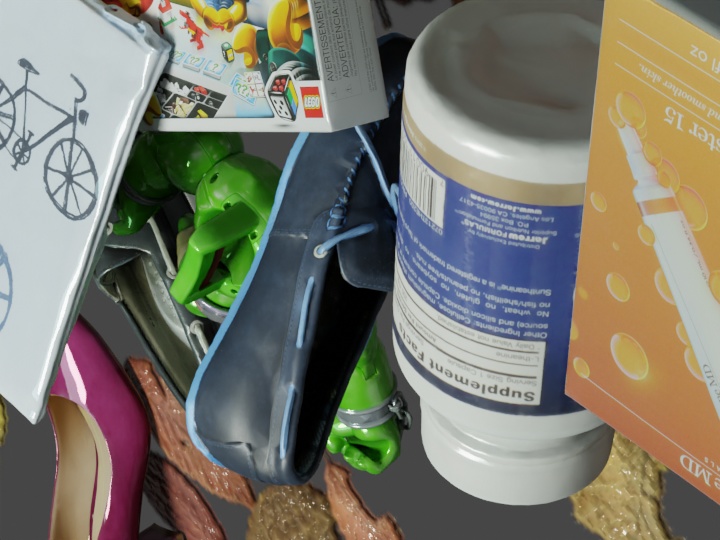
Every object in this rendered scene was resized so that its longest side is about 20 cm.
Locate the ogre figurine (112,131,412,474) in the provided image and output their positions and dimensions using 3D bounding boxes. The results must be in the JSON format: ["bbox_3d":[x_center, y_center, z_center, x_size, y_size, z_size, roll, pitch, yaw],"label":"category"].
[{"bbox_3d":[-0.047,-0.002,1.283,0.120,0.098,0.200,105,145,-60],"label":"ogre figurine"}]

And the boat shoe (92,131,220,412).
[{"bbox_3d":[-0.108,-0.009,1.401,0.200,0.060,0.076,51,148,15],"label":"boat shoe"}]

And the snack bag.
[{"bbox_3d":[-0.170,-0.061,1.257,0.188,0.021,0.200,39,119,36],"label":"snack bag"}]

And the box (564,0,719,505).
[{"bbox_3d":[0.155,-0.018,0.980,0.124,0.097,0.200,36,142,33],"label":"box"}]

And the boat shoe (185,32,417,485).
[{"bbox_3d":[0.000,0.000,1.174,0.069,0.084,0.200,25,96,37],"label":"boat shoe"}]

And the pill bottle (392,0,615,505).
[{"bbox_3d":[0.069,-0.004,1.102,0.111,0.111,0.200,37,142,33],"label":"pill bottle"}]

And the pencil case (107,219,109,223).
[{"bbox_3d":[-0.175,-0.105,1.338,0.078,0.089,0.201,-23,74,40],"label":"pencil case"}]

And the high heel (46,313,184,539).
[{"bbox_3d":[-0.164,0.120,1.553,0.067,0.096,0.200,0,116,55],"label":"high heel"}]

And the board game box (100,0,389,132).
[{"bbox_3d":[-0.068,-0.124,1.172,0.200,0.035,0.127,4,106,54],"label":"board game box"}]
